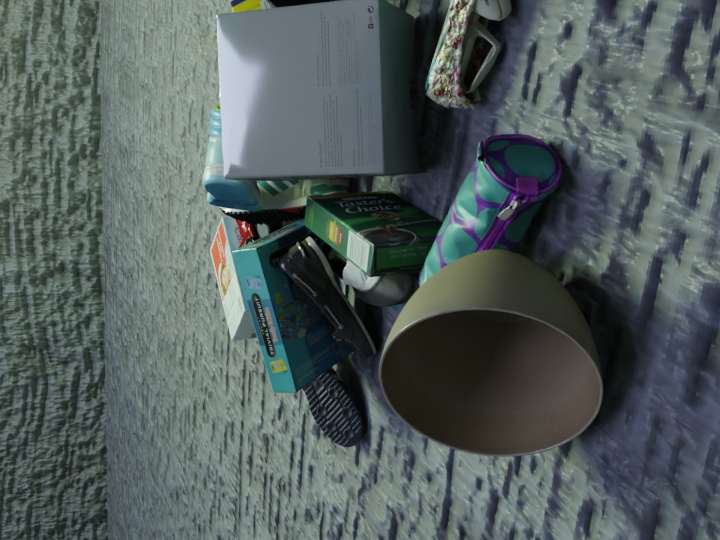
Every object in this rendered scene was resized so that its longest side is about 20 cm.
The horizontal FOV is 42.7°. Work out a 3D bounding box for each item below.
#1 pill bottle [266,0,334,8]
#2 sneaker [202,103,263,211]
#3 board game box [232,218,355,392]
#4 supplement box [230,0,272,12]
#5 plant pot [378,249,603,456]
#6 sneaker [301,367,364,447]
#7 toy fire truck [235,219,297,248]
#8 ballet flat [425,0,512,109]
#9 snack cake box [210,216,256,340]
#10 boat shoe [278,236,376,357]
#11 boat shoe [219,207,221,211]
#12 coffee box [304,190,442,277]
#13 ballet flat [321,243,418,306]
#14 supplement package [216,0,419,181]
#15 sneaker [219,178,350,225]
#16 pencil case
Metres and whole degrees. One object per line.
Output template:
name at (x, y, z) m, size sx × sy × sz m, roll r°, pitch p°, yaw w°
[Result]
pill bottle at (-0.058, -0.394, 1.152) m, size 0.200 × 0.111 × 0.113 m, roll -73°, pitch -5°, yaw -60°
sneaker at (-0.160, -0.152, 1.213) m, size 0.200 × 0.079 × 0.132 m, roll 137°, pitch 139°, yaw -80°
board game box at (-0.086, 0.044, 1.265) m, size 0.047 × 0.151 × 0.202 m, roll -6°, pitch 105°, yaw 36°
supplement box at (-0.092, -0.292, 1.275) m, size 0.109 × 0.109 × 0.201 m, roll 53°, pitch -164°, yaw -60°
plant pot at (0.125, 0.059, 0.863) m, size 0.201 × 0.199 × 0.135 m, roll 113°, pitch 174°, yaw -45°
sneaker at (-0.053, 0.167, 1.364) m, size 0.070 × 0.082 × 0.201 m, roll -36°, pitch 81°, yaw 14°
toy fire truck at (-0.152, -0.112, 1.486) m, size 0.201 × 0.128 × 0.176 m, roll 60°, pitch 147°, yaw 19°
ballet flat at (0.120, -0.255, 0.945) m, size 0.064 × 0.076 × 0.201 m, roll 32°, pitch 134°, yaw 22°
snack cake box at (-0.216, 0.013, 1.690) m, size 0.115 × 0.067 × 0.201 m, roll 120°, pitch 138°, yaw -54°
boat shoe at (-0.045, 0.046, 1.239) m, size 0.201 × 0.057 × 0.067 m, roll 61°, pitch 174°, yaw -27°
boat shoe at (-0.221, -0.168, 1.643) m, size 0.202 × 0.074 × 0.087 m, roll 101°, pitch 168°, yaw -70°
coffee box at (0.022, -0.049, 1.107) m, size 0.200 × 0.122 × 0.044 m, roll -140°, pitch 50°, yaw -59°
ballet flat at (0.000, 0.000, 1.208) m, size 0.068 × 0.068 × 0.200 m, roll -60°, pitch 28°, yaw -5°
supplement package at (-0.046, -0.205, 1.088) m, size 0.198 × 0.147 × 0.193 m, roll 0°, pitch 95°, yaw 20°
sneaker at (-0.107, -0.125, 1.330) m, size 0.070 × 0.198 × 0.094 m, roll 36°, pitch -131°, yaw -69°
pencil case at (0.125, -0.041, 0.929) m, size 0.093 × 0.084 × 0.201 m, roll -78°, pitch 7°, yaw -45°
